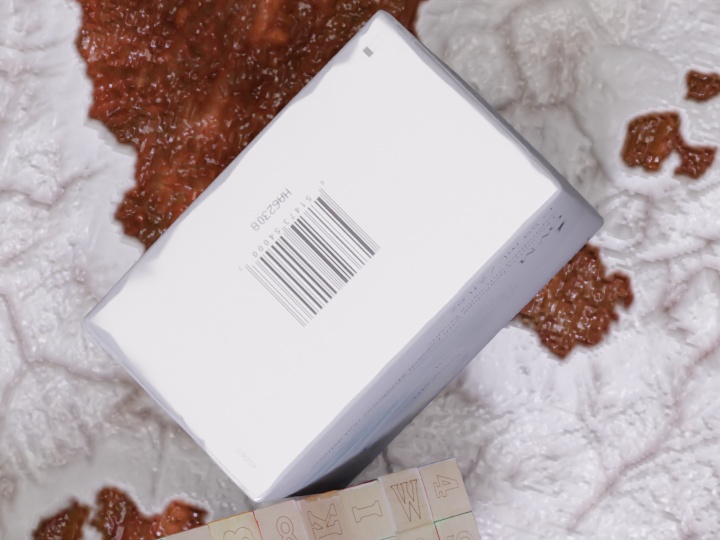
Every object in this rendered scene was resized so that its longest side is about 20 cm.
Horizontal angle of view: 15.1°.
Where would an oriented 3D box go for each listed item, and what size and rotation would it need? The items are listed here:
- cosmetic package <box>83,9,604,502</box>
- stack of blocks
[{"bbox_3d":[0.000,0.000,1.297,0.123,0.200,0.199,45,96,9],"label":"cosmetic package"},{"bbox_3d":[-0.049,0.148,1.299,0.115,0.200,0.059,-24,81,44],"label":"stack of blocks"}]
